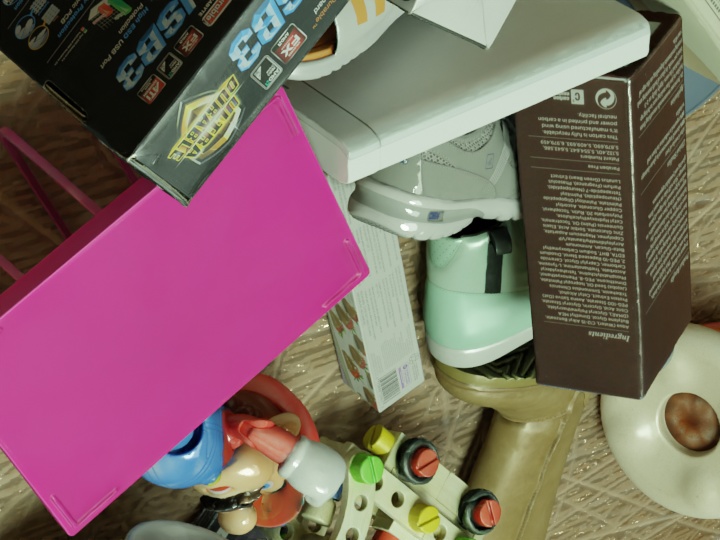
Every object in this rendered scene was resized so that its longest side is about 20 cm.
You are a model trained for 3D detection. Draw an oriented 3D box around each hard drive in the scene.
[{"bbox_3d":[0.034,-0.115,1.012,0.199,0.132,0.027,-24,131,-29],"label":"hard drive"}]

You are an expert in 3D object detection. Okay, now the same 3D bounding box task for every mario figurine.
[{"bbox_3d":[-0.091,0.112,1.075,0.200,0.123,0.106,17,108,-53],"label":"mario figurine"}]

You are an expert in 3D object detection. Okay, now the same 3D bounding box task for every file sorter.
[{"bbox_3d":[-0.125,-0.006,0.948,0.200,0.125,0.139,-41,138,-14],"label":"file sorter"}]

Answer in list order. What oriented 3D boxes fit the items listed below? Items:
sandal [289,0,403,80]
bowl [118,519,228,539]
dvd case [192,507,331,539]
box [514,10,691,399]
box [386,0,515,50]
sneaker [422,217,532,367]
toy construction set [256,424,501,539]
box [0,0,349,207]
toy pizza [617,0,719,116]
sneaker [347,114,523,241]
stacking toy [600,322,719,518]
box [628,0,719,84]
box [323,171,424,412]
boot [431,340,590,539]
[{"bbox_3d":[-0.004,-0.162,0.966,0.207,0.079,0.059,-39,153,-45],"label":"sandal"},{"bbox_3d":[-0.109,0.204,1.068,0.199,0.200,0.108,2,116,-45],"label":"bowl"},{"bbox_3d":[-0.075,0.230,1.265,0.149,0.016,0.200,-55,142,6],"label":"dvd case"},{"bbox_3d":[0.142,-0.039,1.109,0.100,0.074,0.201,-47,135,-52],"label":"box"},{"bbox_3d":[0.003,-0.196,0.868,0.060,0.200,0.117,15,107,-50],"label":"box"},{"bbox_3d":[0.124,-0.029,1.211,0.200,0.074,0.119,-29,136,-25],"label":"sneaker"},{"bbox_3d":[0.015,0.175,1.226,0.200,0.092,0.132,48,64,-43],"label":"toy construction set"},{"bbox_3d":[-0.076,-0.157,0.822,0.200,0.198,0.050,-53,140,1],"label":"box"},{"bbox_3d":[0.187,-0.179,1.189,0.199,0.032,0.201,-24,130,-32],"label":"toy pizza"},{"bbox_3d":[0.066,-0.074,1.085,0.200,0.074,0.082,-29,138,-62],"label":"sneaker"},{"bbox_3d":[0.281,0.082,1.432,0.200,0.146,0.147,-28,138,-50],"label":"stacking toy"},{"bbox_3d":[0.192,-0.191,1.101,0.095,0.078,0.200,-53,139,-3],"label":"box"},{"bbox_3d":[0.000,0.000,1.142,0.041,0.039,0.201,-35,138,-21],"label":"box"},{"bbox_3d":[0.091,0.132,1.312,0.174,0.066,0.201,-4,123,-42],"label":"boot"}]
